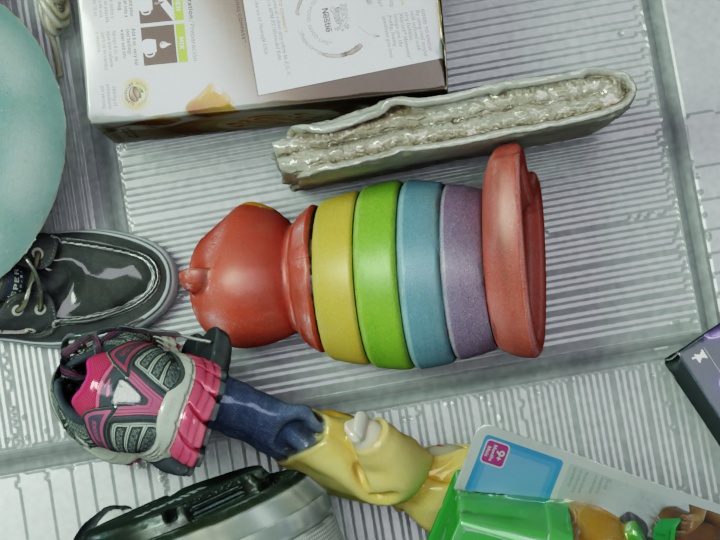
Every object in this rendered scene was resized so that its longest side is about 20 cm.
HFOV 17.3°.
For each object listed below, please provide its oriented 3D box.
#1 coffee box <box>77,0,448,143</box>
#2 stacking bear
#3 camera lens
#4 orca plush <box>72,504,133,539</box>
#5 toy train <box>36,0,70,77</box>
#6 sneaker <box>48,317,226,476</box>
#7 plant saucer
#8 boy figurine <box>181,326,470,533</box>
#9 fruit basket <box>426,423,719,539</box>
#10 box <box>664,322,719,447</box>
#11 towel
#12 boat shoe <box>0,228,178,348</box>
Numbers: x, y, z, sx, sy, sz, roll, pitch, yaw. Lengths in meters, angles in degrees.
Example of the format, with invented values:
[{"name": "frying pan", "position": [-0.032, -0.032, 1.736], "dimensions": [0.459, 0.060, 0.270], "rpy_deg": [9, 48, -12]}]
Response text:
[{"name": "coffee box", "position": [-0.052, -0.125, 1.332], "dimensions": [0.198, 0.114, 0.080], "rpy_deg": [-6, 88, 1]}, {"name": "stacking bear", "position": [0.000, 0.000, 1.327], "dimensions": [0.198, 0.121, 0.115], "rpy_deg": [-4, 79, 10]}, {"name": "camera lens", "position": [-0.065, 0.215, 1.249], "dimensions": [0.159, 0.160, 0.201], "rpy_deg": [-21, 91, -1]}, {"name": "orca plush", "position": [-0.137, 0.239, 1.338], "dimensions": [0.105, 0.071, 0.201], "rpy_deg": [-22, 91, -46]}, {"name": "toy train", "position": [-0.155, -0.227, 1.374], "dimensions": [0.115, 0.085, 0.201], "rpy_deg": [-22, 110, -18]}, {"name": "sneaker", "position": [-0.135, 0.060, 1.278], "dimensions": [0.074, 0.200, 0.081], "rpy_deg": [21, 81, -19]}, {"name": "plant saucer", "position": [-0.265, -0.074, 1.310], "dimensions": [0.199, 0.039, 0.203], "rpy_deg": [-1, 80, 3]}, {"name": "boy figurine", "position": [-0.007, 0.095, 1.310], "dimensions": [0.199, 0.124, 0.065], "rpy_deg": [20, 75, -15]}, {"name": "fruit basket", "position": [0.124, 0.196, 1.289], "dimensions": [0.199, 0.094, 0.186], "rpy_deg": [21, 111, -2]}, {"name": "box", "position": [0.284, 0.094, 1.323], "dimensions": [0.141, 0.079, 0.201], "rpy_deg": [-34, 84, 0]}, {"name": "towel", "position": [0.048, -0.079, 1.314], "dimensions": [0.198, 0.133, 0.035], "rpy_deg": [-11, 89, -3]}, {"name": "boat shoe", "position": [-0.205, 0.006, 1.347], "dimensions": [0.198, 0.066, 0.071], "rpy_deg": [3, 84, 2]}]
